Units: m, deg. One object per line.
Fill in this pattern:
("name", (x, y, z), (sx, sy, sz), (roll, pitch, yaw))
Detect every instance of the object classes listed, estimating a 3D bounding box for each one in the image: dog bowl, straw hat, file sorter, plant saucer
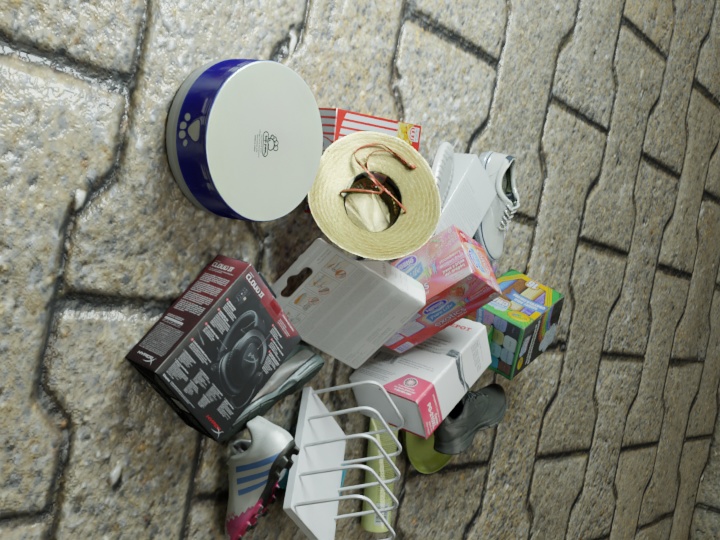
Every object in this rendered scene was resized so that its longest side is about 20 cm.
("dog bowl", (-0.141, -0.164, 1.039), (0.199, 0.078, 0.202), (-15, 111, -46))
("straw hat", (0.014, -0.087, 1.152), (0.202, 0.200, 0.085), (-51, 174, -27))
("file sorter", (-0.015, 0.282, 1.194), (0.201, 0.123, 0.139), (-82, 151, -44))
("plant saucer", (0.134, 0.267, 1.499), (0.199, 0.031, 0.202), (-17, 112, -47))

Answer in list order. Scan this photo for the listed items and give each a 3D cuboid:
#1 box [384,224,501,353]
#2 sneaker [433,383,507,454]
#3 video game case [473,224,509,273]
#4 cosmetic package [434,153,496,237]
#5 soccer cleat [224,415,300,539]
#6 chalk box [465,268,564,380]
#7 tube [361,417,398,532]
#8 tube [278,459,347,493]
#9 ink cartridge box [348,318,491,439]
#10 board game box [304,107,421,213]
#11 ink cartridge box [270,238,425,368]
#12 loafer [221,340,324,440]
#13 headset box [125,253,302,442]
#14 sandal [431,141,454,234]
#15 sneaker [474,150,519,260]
("box", (0.100, 0.032, 1.268), (0.102, 0.199, 0.095), (29, 36, -47))
("sneaker", (0.201, 0.251, 1.498), (0.199, 0.075, 0.092), (-32, 117, -43))
("video game case", (0.223, -0.050, 1.535), (0.143, 0.018, 0.202), (24, 81, -50))
("cosmetic package", (0.144, -0.092, 1.392), (0.201, 0.071, 0.102), (-57, 134, -22))
("soccer cleat", (-0.153, 0.286, 1.139), (0.070, 0.086, 0.201), (-27, 149, -60))
("chalk box", (0.267, 0.106, 1.526), (0.199, 0.123, 0.126), (-28, 136, -42))
("tube", (0.034, 0.337, 1.392), (0.058, 0.051, 0.203), (-94, -171, -87))
("tube", (-0.076, 0.314, 1.258), (0.200, 0.050, 0.078), (34, 71, -52))
("ink cartridge box", (0.102, 0.162, 1.347), (0.200, 0.144, 0.085), (-41, 129, -35))
("board game box", (0.007, -0.155, 1.237), (0.199, 0.046, 0.153), (-1, 100, -49))
("ink cartridge box", (-0.031, 0.040, 1.164), (0.199, 0.161, 0.050), (32, 29, -26))
("loafer", (-0.138, 0.162, 1.148), (0.199, 0.063, 0.072), (-31, 161, -39))
("headset box", (-0.176, 0.090, 1.056), (0.201, 0.077, 0.149), (-52, 133, -24))
("sandal", (0.106, -0.125, 1.305), (0.083, 0.049, 0.204), (70, 34, -53))
("sneaker", (0.247, -0.112, 1.479), (0.073, 0.070, 0.202), (-24, 116, -44))
